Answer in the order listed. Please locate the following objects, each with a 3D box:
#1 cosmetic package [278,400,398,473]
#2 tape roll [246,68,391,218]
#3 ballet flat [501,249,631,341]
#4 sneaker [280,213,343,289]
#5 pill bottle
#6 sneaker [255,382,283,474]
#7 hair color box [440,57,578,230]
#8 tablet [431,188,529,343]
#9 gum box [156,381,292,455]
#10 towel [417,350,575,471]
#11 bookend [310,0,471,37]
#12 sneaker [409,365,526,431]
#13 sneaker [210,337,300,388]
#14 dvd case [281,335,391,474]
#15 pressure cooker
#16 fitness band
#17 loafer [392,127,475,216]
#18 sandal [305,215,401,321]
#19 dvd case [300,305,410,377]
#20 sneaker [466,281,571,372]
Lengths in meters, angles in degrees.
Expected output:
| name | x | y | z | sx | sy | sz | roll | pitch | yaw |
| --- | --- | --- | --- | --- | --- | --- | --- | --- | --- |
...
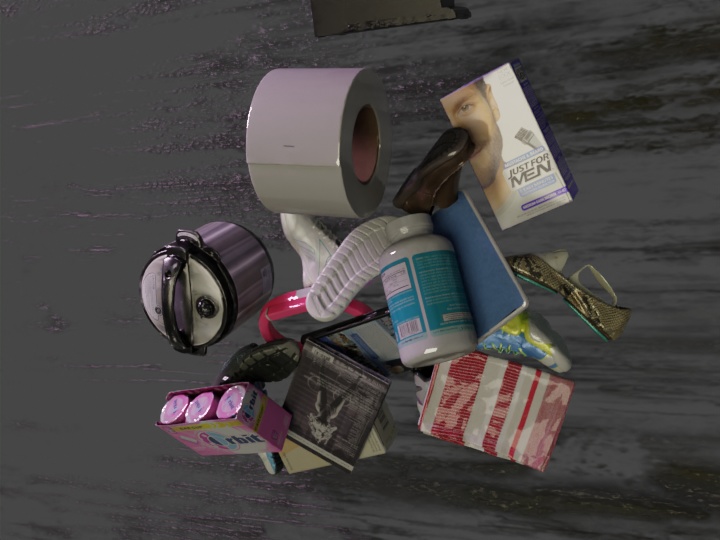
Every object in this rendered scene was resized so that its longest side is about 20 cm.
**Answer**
| name | x | y | z | sx | sy | sz | roll | pitch | yaw |
| --- | --- | --- | --- | --- | --- | --- | --- | --- | --- |
| cosmetic package | -0.048 | 0.265 | 1.339 | 0.199 | 0.071 | 0.106 | -21 | 101 | 28 |
| tape roll | -0.052 | -0.177 | 1.105 | 0.138 | 0.203 | 0.205 | 6 | 111 | 22 |
| ballet flat | 0.292 | 0.018 | 1.116 | 0.199 | 0.068 | 0.076 | 35 | 97 | 2 |
| sneaker | -0.065 | -0.043 | 1.241 | 0.079 | 0.071 | 0.202 | -12 | 111 | 21 |
| pill bottle | 0.089 | 0.026 | 1.110 | 0.110 | 0.110 | 0.202 | -20 | 75 | 28 |
| sneaker | -0.194 | 0.265 | 1.395 | 0.086 | 0.075 | 0.202 | -19 | 93 | 14 |
| hair color box | 0.203 | -0.169 | 1.078 | 0.109 | 0.065 | 0.201 | -23 | 97 | 29 |
| tablet | 0.149 | -0.001 | 1.139 | 0.130 | 0.014 | 0.201 | -42 | 61 | 33 |
| gum box | -0.226 | 0.244 | 1.292 | 0.199 | 0.067 | 0.114 | -12 | 138 | 35 |
| towel | 0.194 | 0.197 | 1.155 | 0.198 | 0.023 | 0.145 | 16 | 104 | 7 |
| bookend | 0.031 | -0.421 | 1.042 | 0.197 | 0.092 | 0.202 | -1 | 107 | 22 |
| sneaker | 0.166 | 0.168 | 1.194 | 0.198 | 0.078 | 0.141 | -5 | 121 | 24 |
| sneaker | -0.171 | 0.145 | 1.288 | 0.199 | 0.080 | 0.075 | -31 | 122 | 33 |
| dvd case | -0.048 | 0.217 | 1.265 | 0.148 | 0.016 | 0.201 | 27 | 120 | 11 |
| pressure cooker | -0.250 | 0.024 | 1.263 | 0.178 | 0.200 | 0.176 | -37 | 93 | 30 |
| fitness band | -0.069 | 0.088 | 1.266 | 0.198 | 0.038 | 0.144 | -14 | 134 | 26 |
| loafer | 0.113 | -0.129 | 1.100 | 0.071 | 0.073 | 0.200 | 34 | 156 | -6 |
| sandal | -0.005 | -0.005 | 1.198 | 0.202 | 0.050 | 0.082 | -42 | 73 | -9 |
| dvd case | 0.024 | 0.119 | 1.245 | 0.199 | 0.018 | 0.143 | -20 | 131 | 28 |
| sneaker | 0.209 | 0.093 | 1.160 | 0.200 | 0.076 | 0.105 | 46 | 111 | 15 |
